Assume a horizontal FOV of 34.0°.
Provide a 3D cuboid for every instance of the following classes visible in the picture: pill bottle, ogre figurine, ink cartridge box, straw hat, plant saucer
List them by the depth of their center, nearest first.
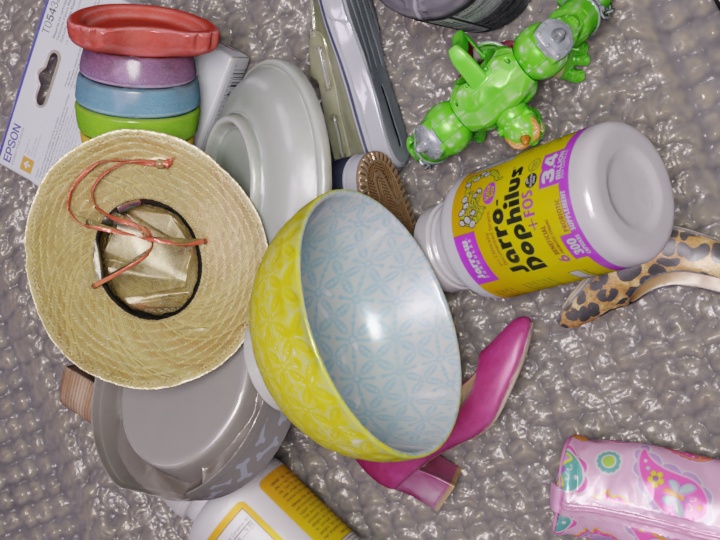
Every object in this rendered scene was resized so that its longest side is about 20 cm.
[{"bbox_3d":[0.064,-0.236,0.873,0.105,0.200,0.108,3,97,21],"label":"pill bottle"},{"bbox_3d":[0.131,-0.037,0.896,0.199,0.104,0.106,-18,90,50],"label":"pill bottle"},{"bbox_3d":[0.105,-0.143,0.908,0.198,0.120,0.099,-17,102,21],"label":"ogre figurine"},{"bbox_3d":[-0.169,-0.009,0.949,0.198,0.085,0.204,0,88,-7],"label":"straw hat"},{"bbox_3d":[-0.090,-0.075,0.978,0.199,0.050,0.203,5,96,60],"label":"plant saucer"},{"bbox_3d":[-0.079,0.237,1.038,0.200,0.113,0.113,41,109,11],"label":"pill bottle"},{"bbox_3d":[-0.221,-0.145,1.084,0.199,0.043,0.198,29,108,16],"label":"ink cartridge box"}]

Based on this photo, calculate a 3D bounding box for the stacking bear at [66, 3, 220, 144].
[{"bbox_3d":[-0.188,-0.114,0.998,0.120,0.114,0.203,-1,113,-16],"label":"stacking bear"}]

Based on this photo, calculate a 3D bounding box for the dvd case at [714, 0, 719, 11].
[{"bbox_3d":[0.330,-0.282,0.859,0.199,0.018,0.144,-31,84,22],"label":"dvd case"}]

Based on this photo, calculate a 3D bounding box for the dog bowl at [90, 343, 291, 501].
[{"bbox_3d":[-0.133,0.096,0.976,0.198,0.058,0.203,-17,60,31],"label":"dog bowl"}]

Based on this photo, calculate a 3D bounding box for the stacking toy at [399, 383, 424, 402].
[{"bbox_3d":[-0.009,0.101,0.986,0.198,0.085,0.087,9,100,33],"label":"stacking toy"}]

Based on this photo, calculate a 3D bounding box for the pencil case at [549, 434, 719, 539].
[{"bbox_3d":[0.249,0.185,0.916,0.197,0.087,0.089,11,101,21],"label":"pencil case"}]

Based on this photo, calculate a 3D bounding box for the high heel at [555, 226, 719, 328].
[{"bbox_3d":[0.260,0.026,0.895,0.199,0.071,0.143,-36,77,13],"label":"high heel"}]

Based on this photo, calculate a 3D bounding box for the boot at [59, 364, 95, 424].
[{"bbox_3d":[-0.193,0.072,1.084,0.153,0.074,0.202,22,119,17],"label":"boot"}]

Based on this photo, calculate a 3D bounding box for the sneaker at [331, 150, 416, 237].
[{"bbox_3d":[0.000,0.000,1.002,0.108,0.070,0.202,-4,111,39],"label":"sneaker"}]

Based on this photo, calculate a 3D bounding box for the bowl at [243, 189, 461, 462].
[{"bbox_3d":[-0.022,0.053,0.872,0.107,0.200,0.202,-23,88,30],"label":"bowl"}]

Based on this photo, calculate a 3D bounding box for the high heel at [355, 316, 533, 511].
[{"bbox_3d":[0.067,0.105,0.989,0.095,0.067,0.201,30,120,5],"label":"high heel"}]

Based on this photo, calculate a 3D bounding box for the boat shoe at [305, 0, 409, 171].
[{"bbox_3d":[-0.016,-0.174,0.983,0.061,0.072,0.203,-14,94,23],"label":"boat shoe"}]
